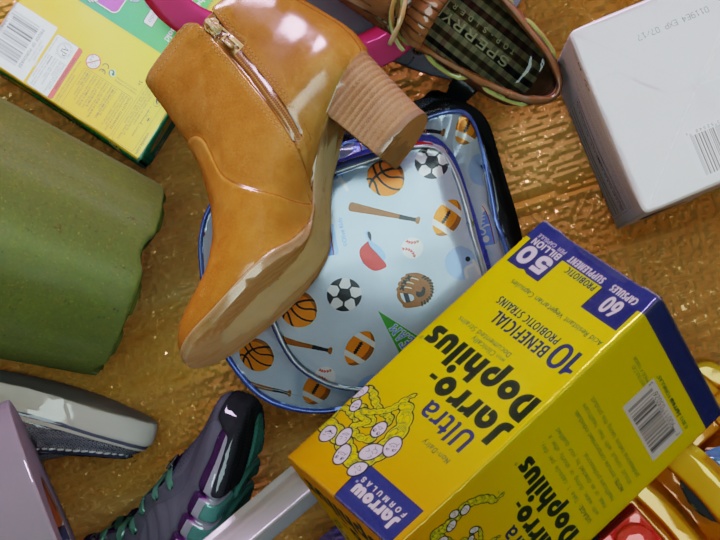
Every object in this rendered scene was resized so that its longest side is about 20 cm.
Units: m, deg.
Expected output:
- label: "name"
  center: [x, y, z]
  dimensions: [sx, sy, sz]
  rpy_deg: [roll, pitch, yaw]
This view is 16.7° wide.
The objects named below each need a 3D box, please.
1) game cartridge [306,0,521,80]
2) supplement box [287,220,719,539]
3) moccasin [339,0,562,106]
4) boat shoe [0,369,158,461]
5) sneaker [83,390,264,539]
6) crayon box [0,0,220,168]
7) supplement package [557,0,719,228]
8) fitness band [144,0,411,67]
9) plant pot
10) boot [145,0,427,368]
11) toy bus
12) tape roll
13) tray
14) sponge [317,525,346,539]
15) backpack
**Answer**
- label: "game cartridge"
  center: [0.011, -0.207, 1.482]
  dimensions: [0.200, 0.042, 0.133]
  rpy_deg: [35, 93, -24]
- label: "supplement box"
  center: [0.081, 0.091, 1.351]
  dimensions: [0.200, 0.109, 0.110]
  rpy_deg: [-43, 132, -10]
- label: "moccasin"
  center: [0.035, -0.157, 1.404]
  dimensions: [0.201, 0.078, 0.074]
  rpy_deg: [41, 89, -25]
- label: "boat shoe"
  center: [-0.229, 0.109, 1.487]
  dimensions: [0.200, 0.075, 0.093]
  rpy_deg: [14, 94, -12]
- label: "sneaker"
  center: [-0.123, 0.154, 1.473]
  dimensions: [0.087, 0.074, 0.200]
  rpy_deg: [23, 109, 11]
- label: "crayon box"
  center: [-0.129, -0.179, 1.509]
  dimensions: [0.119, 0.058, 0.200]
  rpy_deg: [33, 89, 2]
- label: "supplement package"
  center: [0.186, -0.098, 1.427]
  dimensions: [0.114, 0.200, 0.110]
  rpy_deg: [-22, 88, 1]
- label: "fitness band"
  center: [-0.040, -0.191, 1.427]
  dimensions: [0.200, 0.037, 0.144]
  rpy_deg: [13, 97, -22]
- label: "plant pot"
  center: [-0.223, -0.023, 1.458]
  dimensions: [0.190, 0.200, 0.200]
  rpy_deg: [20, 89, -11]
- label: "boot"
  center: [-0.073, -0.059, 1.369]
  dimensions: [0.144, 0.071, 0.201]
  rpy_deg: [39, 87, 20]
- label: "toy bus"
  center: [0.173, 0.150, 1.427]
  dimensions: [0.200, 0.192, 0.136]
  rpy_deg: [-41, 86, -1]
- label: "tape roll"
  center: [-0.189, 0.177, 1.380]
  dimensions: [0.066, 0.200, 0.201]
  rpy_deg: [-22, 88, -6]
- label: "tray"
  center: [-0.049, 0.136, 1.409]
  dimensions: [0.200, 0.107, 0.022]
  rpy_deg: [-39, 82, -23]
- label: "sponge"
  center: [0.034, 0.155, 1.448]
  dimensions: [0.200, 0.112, 0.030]
  rpy_deg: [-40, 113, -14]
- label: "backpack"
  center: [0.000, 0.000, 1.462]
  dimensions: [0.190, 0.154, 0.200]
  rpy_deg: [-15, 91, 11]
